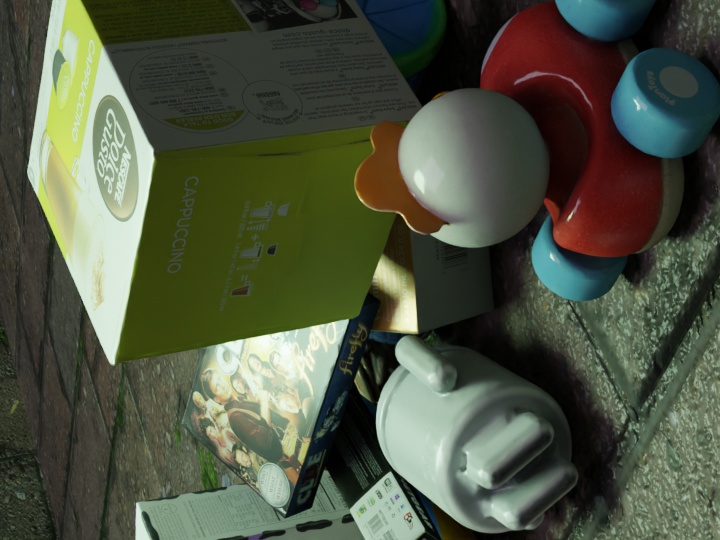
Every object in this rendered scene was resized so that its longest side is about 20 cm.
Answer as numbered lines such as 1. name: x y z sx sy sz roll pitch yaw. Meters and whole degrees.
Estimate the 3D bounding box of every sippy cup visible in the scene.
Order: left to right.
1. sippy cup: -0.006 -0.166 1.219 0.140 0.177 0.131 43 146 23

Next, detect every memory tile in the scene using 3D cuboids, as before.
1. memory tile: -0.014 0.083 1.415 0.154 0.017 0.201 73 171 -45

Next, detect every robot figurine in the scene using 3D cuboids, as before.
1. robot figurine: 0.082 0.123 1.130 0.171 0.112 0.200 62 166 -22

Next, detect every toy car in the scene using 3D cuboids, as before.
1. toy car: 0.085 -0.082 0.930 0.185 0.198 0.178 113 142 -52

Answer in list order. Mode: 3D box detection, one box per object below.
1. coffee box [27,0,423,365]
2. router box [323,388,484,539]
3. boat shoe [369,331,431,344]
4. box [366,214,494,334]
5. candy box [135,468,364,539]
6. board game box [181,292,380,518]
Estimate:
1. coffee box: -0.100 -0.084 1.049 0.199 0.198 0.201 60 146 34
2. router box: 0.036 0.190 1.242 0.149 0.051 0.200 41 -170 -42
3. boat shoe: 0.000 0.000 1.336 0.199 0.072 0.073 28 124 33
4. box: -0.002 -0.024 1.212 0.199 0.097 0.126 2 101 43
5. candy box: -0.092 0.269 1.301 0.072 0.198 0.169 -128 37 -52
6. board game box: -0.068 0.077 1.205 0.135 0.034 0.202 36 122 32
